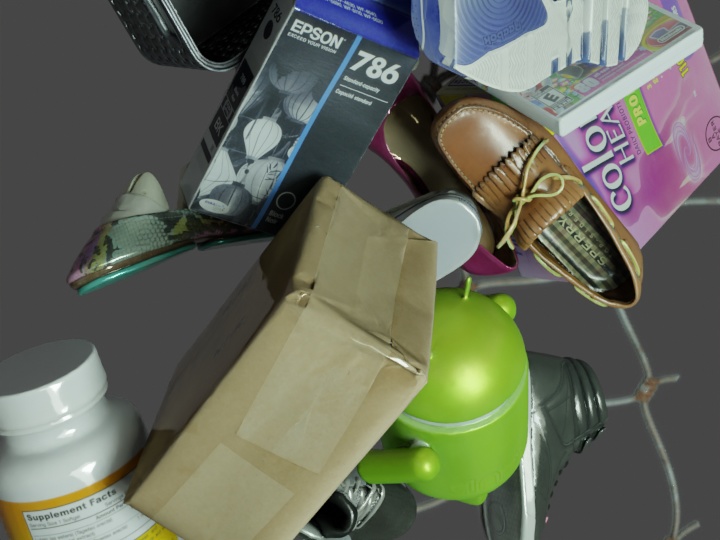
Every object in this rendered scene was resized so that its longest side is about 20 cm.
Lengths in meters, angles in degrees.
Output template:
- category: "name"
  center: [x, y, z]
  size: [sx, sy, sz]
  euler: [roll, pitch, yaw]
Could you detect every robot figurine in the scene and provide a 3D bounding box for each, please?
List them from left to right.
- category: "robot figurine"
  center: [0.069, 0.094, 1.122]
  size: [0.176, 0.115, 0.200]
  euler: [-58, 156, -32]

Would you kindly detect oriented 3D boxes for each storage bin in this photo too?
- category: "storage bin"
  center: [-0.079, -0.240, 1.006]
  size: [0.200, 0.094, 0.136]
  euler: [-40, 117, -20]

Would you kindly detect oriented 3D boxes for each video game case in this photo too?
- category: "video game case"
  center: [0.128, -0.178, 1.089]
  size: [0.143, 0.200, 0.018]
  euler: [-33, 137, -22]

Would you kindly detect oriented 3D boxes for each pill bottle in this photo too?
- category: "pill bottle"
  center: [-0.187, 0.153, 1.003]
  size: [0.111, 0.111, 0.201]
  euler: [-26, 112, -26]

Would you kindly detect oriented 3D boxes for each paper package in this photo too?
- category: "paper package"
  center: [-0.045, 0.065, 0.963]
  size: [0.103, 0.191, 0.200]
  euler: [33, 116, -11]

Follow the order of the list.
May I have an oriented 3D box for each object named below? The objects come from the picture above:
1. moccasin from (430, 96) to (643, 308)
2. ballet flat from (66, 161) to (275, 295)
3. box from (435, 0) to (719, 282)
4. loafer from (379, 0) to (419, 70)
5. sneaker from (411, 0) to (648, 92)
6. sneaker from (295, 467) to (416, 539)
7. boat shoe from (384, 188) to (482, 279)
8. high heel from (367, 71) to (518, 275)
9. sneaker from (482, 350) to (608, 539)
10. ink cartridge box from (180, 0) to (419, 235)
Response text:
- category: "moccasin"
  center: [0.127, -0.045, 1.056]
  size: [0.074, 0.078, 0.201]
  euler: [-36, 113, 14]
- category: "ballet flat"
  center: [-0.122, -0.038, 1.041]
  size: [0.199, 0.069, 0.072]
  euler: [-16, 90, -33]
- category: "box"
  center: [0.185, -0.120, 1.176]
  size: [0.200, 0.096, 0.176]
  euler: [-42, 119, -28]
- category: "loafer"
  center: [0.012, -0.149, 1.044]
  size: [0.063, 0.072, 0.200]
  euler: [33, 123, -6]
- category: "sneaker"
  center: [0.091, -0.169, 1.002]
  size: [0.199, 0.115, 0.081]
  euler: [-11, 109, -44]
- category: "sneaker"
  center: [-0.018, 0.180, 1.111]
  size: [0.199, 0.115, 0.075]
  euler: [19, 89, -33]
- category: "boat shoe"
  center: [0.000, 0.000, 1.100]
  size: [0.200, 0.070, 0.071]
  euler: [-33, 103, 13]
- category: "high heel"
  center: [0.059, -0.086, 1.120]
  size: [0.067, 0.096, 0.200]
  euler: [-41, 118, -19]
- category: "sneaker"
  center: [0.160, 0.163, 1.246]
  size: [0.099, 0.071, 0.201]
  euler: [-2, 96, -27]
- category: "ink cartridge box"
  center: [-0.033, -0.115, 0.979]
  size: [0.099, 0.039, 0.201]
  euler: [16, 117, -28]
